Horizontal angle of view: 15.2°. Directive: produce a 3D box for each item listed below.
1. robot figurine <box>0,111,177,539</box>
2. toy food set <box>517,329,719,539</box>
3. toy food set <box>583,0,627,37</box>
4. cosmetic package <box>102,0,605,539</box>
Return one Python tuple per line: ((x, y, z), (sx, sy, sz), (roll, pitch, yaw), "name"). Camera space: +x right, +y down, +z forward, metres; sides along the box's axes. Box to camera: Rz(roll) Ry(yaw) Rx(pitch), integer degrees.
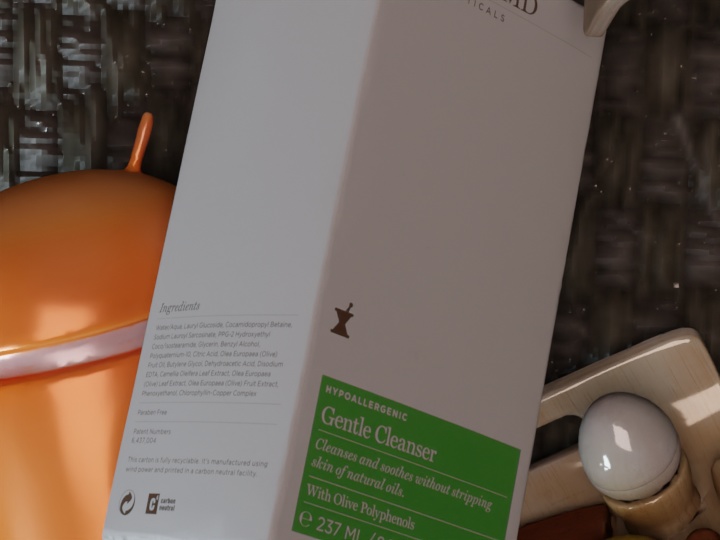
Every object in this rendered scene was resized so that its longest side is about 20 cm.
((-0.082, 0.053, 0.897), (0.143, 0.117, 0.201), (-8, 101, 30), "robot figurine")
((0.066, 0.110, 0.852), (0.143, 0.200, 0.061), (-24, 123, 9), "toy food set")
((0.172, -0.124, 0.845), (0.199, 0.061, 0.144), (4, 57, 6), "toy food set")
((0.000, 0.000, 0.839), (0.085, 0.107, 0.201), (-1, 74, 47), "cosmetic package")
